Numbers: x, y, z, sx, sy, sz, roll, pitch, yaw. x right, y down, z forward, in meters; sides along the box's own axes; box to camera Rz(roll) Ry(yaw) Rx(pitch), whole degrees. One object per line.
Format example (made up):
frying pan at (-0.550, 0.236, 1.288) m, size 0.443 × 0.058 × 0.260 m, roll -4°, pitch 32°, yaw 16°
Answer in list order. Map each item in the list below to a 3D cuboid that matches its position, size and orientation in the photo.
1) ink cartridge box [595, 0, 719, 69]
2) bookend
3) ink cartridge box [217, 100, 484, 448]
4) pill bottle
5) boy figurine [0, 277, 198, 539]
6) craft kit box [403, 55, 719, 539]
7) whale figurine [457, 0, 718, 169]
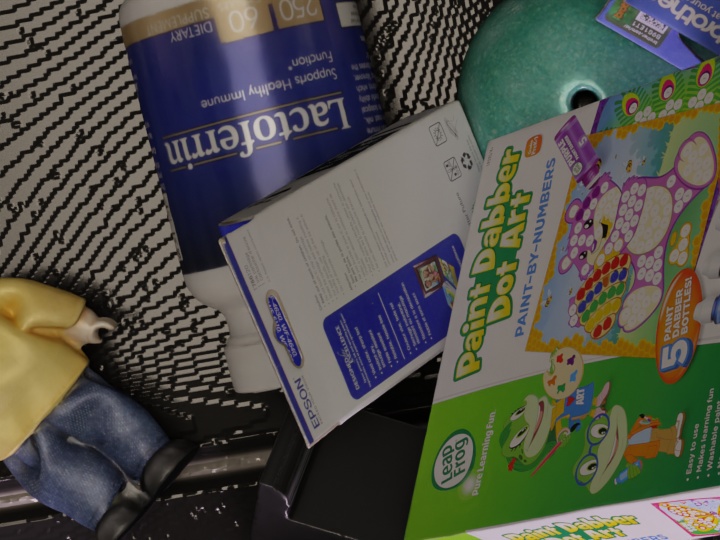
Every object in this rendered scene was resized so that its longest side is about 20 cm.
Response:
ink cartridge box at (0.200, -0.145, 1.021) m, size 0.119 × 0.042 × 0.200 m, roll 29°, pitch 129°, yaw -9°
bookend at (0.046, 0.158, 1.104) m, size 0.198 × 0.092 × 0.200 m, roll 16°, pitch 135°, yaw 6°
ink cartridge box at (0.000, 0.000, 1.054) m, size 0.039 × 0.200 × 0.100 m, roll -16°, pitch 100°, yaw 37°
pill bottle at (-0.040, -0.047, 1.143) m, size 0.115 × 0.116 × 0.201 m, roll -14°, pitch 92°, yaw 6°
boy figurine at (-0.183, 0.058, 1.189) m, size 0.200 × 0.064 × 0.124 m, roll 38°, pitch 96°, yaw 3°
craft kit box at (0.112, 0.017, 0.973) m, size 0.048 × 0.197 × 0.201 m, roll 26°, pitch 62°, yaw -28°
whale figurine at (0.145, -0.086, 1.127) m, size 0.199 × 0.104 × 0.160 m, roll -8°, pitch 92°, yaw 8°
